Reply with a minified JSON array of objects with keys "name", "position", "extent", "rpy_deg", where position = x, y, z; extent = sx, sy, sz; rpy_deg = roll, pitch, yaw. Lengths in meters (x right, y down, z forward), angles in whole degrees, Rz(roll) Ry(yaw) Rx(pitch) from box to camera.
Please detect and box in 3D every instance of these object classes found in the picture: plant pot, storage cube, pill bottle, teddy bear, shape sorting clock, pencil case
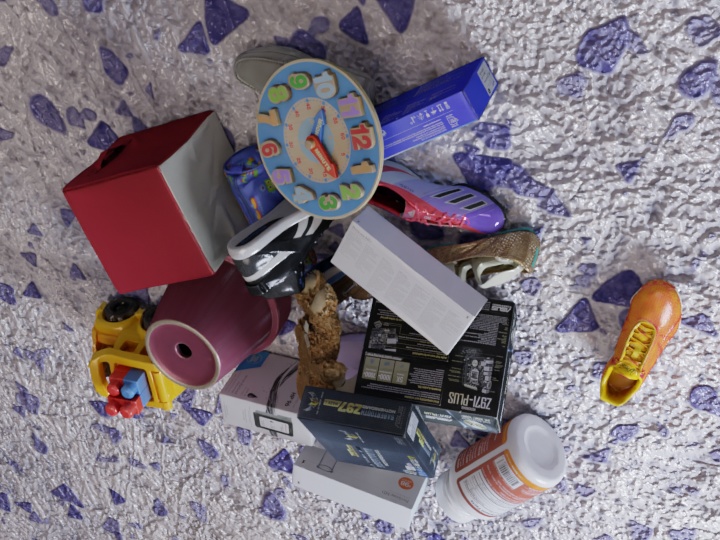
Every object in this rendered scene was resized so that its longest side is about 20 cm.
[{"name":"plant pot","position":[-0.227,0.073,1.594],"extent":[0.197,0.180,0.202],"rpy_deg":[14,129,17]},{"name":"storage cube","position":[-0.274,-0.095,1.500],"extent":[0.178,0.172,0.202],"rpy_deg":[-10,118,30]},{"name":"pill bottle","position":[0.206,0.306,1.594],"extent":[0.112,0.113,0.200],"rpy_deg":[42,131,-8]},{"name":"teddy bear","position":[-0.052,0.099,1.492],"extent":[0.145,0.066,0.203],"rpy_deg":[-164,66,-64]},{"name":"shape sorting clock","position":[-0.055,-0.161,1.313],"extent":[0.198,0.039,0.203],"rpy_deg":[13,114,29]},{"name":"pencil case","position":[-0.126,-0.077,1.496],"extent":[0.077,0.087,0.202],"rpy_deg":[-3,121,32]}]

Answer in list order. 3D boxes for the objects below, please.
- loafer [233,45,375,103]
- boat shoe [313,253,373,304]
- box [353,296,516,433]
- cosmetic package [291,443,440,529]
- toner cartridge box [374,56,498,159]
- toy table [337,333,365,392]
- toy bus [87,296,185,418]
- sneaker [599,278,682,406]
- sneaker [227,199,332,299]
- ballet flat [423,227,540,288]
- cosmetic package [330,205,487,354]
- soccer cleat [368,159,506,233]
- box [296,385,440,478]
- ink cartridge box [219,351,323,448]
[{"name":"loafer","position":[-0.079,-0.240,1.363],"extent":[0.197,0.070,0.071],"rpy_deg":[14,129,17]},{"name":"boat shoe","position":[0.000,0.000,1.507],"extent":[0.072,0.073,0.199],"rpy_deg":[45,141,-16]},{"name":"box","position":[0.106,0.119,1.448],"extent":[0.197,0.166,0.086],"rpy_deg":[7,159,12]},{"name":"cosmetic package","position":[0.011,0.305,1.663],"extent":[0.197,0.151,0.052],"rpy_deg":[18,130,13]},{"name":"toner cartridge box","position":[0.068,-0.191,1.311],"extent":[0.198,0.095,0.043],"rpy_deg":[-19,115,36]},{"name":"toy table","position":[0.025,0.190,1.596],"extent":[0.197,0.118,0.186],"rpy_deg":[11,128,18]},{"name":"toy bus","position":[-0.373,0.155,1.718],"extent":[0.197,0.193,0.137],"rpy_deg":[9,129,22]},{"name":"sneaker","position":[0.370,0.100,1.386],"extent":[0.072,0.077,0.202],"rpy_deg":[20,128,13]},{"name":"sneaker","position":[-0.082,-0.037,1.449],"extent":[0.073,0.199,0.113],"rpy_deg":[28,146,54]},{"name":"ballet flat","position":[0.148,-0.006,1.417],"extent":[0.198,0.066,0.070],"rpy_deg":[-15,147,36]},{"name":"cosmetic package","position":[0.062,0.012,1.379],"extent":[0.199,0.051,0.083],"rpy_deg":[39,134,7]},{"name":"soccer cleat","position":[0.093,-0.084,1.390],"extent":[0.197,0.073,0.069],"rpy_deg":[21,130,12]},{"name":"box","position":[0.015,0.226,1.461],"extent":[0.155,0.052,0.201],"rpy_deg":[8,155,19]},{"name":"ink cartridge box","position":[-0.108,0.203,1.671],"extent":[0.197,0.116,0.069],"rpy_deg":[12,130,17]}]
